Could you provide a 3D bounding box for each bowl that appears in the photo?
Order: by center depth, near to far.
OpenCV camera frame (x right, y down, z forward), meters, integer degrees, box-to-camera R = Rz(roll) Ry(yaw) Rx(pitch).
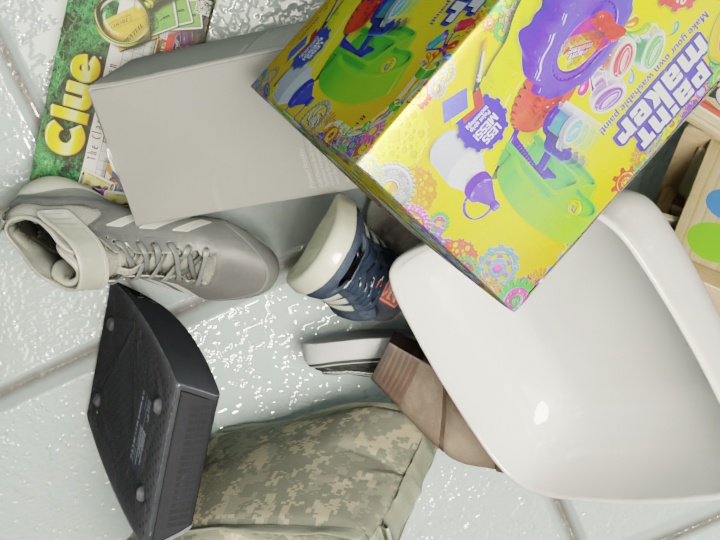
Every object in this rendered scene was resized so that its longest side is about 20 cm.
[{"bbox_3d":[0.133,0.042,0.624,0.075,0.200,0.200,-41,106,-37],"label":"bowl"}]

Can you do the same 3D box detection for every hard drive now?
[{"bbox_3d":[-0.155,0.097,0.756,0.042,0.200,0.135,6,106,-28],"label":"hard drive"}]

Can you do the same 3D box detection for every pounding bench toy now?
[{"bbox_3d":[0.208,-0.004,0.698,0.199,0.156,0.124,24,145,13],"label":"pounding bench toy"}]

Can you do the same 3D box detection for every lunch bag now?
[{"bbox_3d":[-0.042,0.184,0.768,0.199,0.164,0.118,-16,107,26],"label":"lunch bag"}]

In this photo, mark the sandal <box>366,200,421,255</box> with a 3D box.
[{"bbox_3d":[0.095,0.001,0.776,0.203,0.050,0.083,43,132,7],"label":"sandal"}]

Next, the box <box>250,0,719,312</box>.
[{"bbox_3d":[0.071,-0.117,0.555,0.122,0.193,0.200,41,91,-29],"label":"box"}]

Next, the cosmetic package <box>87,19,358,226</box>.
[{"bbox_3d":[-0.071,-0.105,0.709,0.199,0.090,0.107,-6,114,16],"label":"cosmetic package"}]

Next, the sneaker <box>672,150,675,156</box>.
[{"bbox_3d":[0.296,-0.086,0.787,0.079,0.078,0.200,31,103,-17],"label":"sneaker"}]

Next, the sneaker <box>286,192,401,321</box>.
[{"bbox_3d":[0.000,0.000,0.730,0.084,0.200,0.075,32,90,-2],"label":"sneaker"}]

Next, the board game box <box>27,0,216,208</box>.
[{"bbox_3d":[-0.184,-0.120,0.780,0.104,0.023,0.201,15,104,-5],"label":"board game box"}]

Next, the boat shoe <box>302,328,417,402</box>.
[{"bbox_3d":[0.053,0.082,0.822,0.198,0.074,0.068,0,91,-13],"label":"boat shoe"}]

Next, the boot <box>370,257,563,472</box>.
[{"bbox_3d":[0.101,0.051,0.732,0.146,0.070,0.200,27,120,5],"label":"boot"}]

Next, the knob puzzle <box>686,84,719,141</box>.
[{"bbox_3d":[0.328,-0.113,0.699,0.219,0.220,0.031,6,138,-5],"label":"knob puzzle"}]

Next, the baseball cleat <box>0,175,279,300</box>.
[{"bbox_3d":[-0.160,-0.006,0.748,0.199,0.107,0.070,15,118,-4],"label":"baseball cleat"}]
